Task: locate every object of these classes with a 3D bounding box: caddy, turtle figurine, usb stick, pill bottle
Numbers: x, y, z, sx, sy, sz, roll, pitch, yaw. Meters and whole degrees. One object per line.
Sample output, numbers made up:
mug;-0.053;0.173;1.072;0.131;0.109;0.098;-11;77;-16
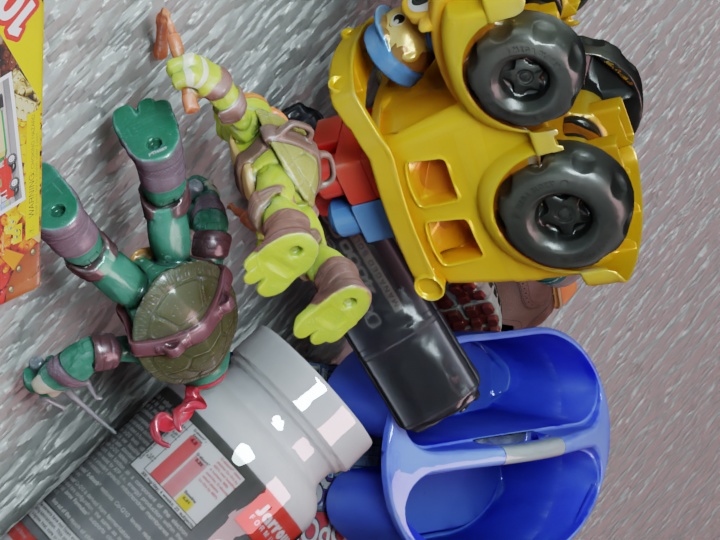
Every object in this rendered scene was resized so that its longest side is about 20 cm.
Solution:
caddy;0.070;0.106;1.741;0.200;0.105;0.142;-6;95;-45
turtle figurine;-0.112;0.007;1.542;0.150;0.101;0.200;-50;147;-24
usb stick;0.000;0.000;1.634;0.055;0.200;0.033;-30;-172;8
pill bottle;-0.097;0.131;1.630;0.200;0.116;0.116;-43;153;-7
turtle figurine;-0.041;-0.039;1.495;0.064;0.161;0.200;-24;137;1

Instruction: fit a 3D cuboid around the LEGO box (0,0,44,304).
LEGO box;-0.214;-0.069;1.247;0.149;0.077;0.201;-28;131;-44

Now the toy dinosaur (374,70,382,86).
toy dinosaur;0.003;-0.021;1.689;0.101;0.058;0.200;-8;129;-5

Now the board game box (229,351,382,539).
board game box;-0.031;0.156;1.766;0.200;0.062;0.201;9;86;-52

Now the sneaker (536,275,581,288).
sneaker;0.074;-0.070;1.674;0.080;0.200;0.071;21;120;-37

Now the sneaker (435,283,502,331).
sneaker;0.055;-0.023;1.798;0.200;0.078;0.082;81;22;-51

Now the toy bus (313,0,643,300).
toy bus;0.046;-0.087;1.538;0.136;0.191;0.200;-76;150;-52

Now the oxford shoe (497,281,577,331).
oxford shoe;0.095;-0.002;1.918;0.073;0.071;0.200;-47;154;-8
